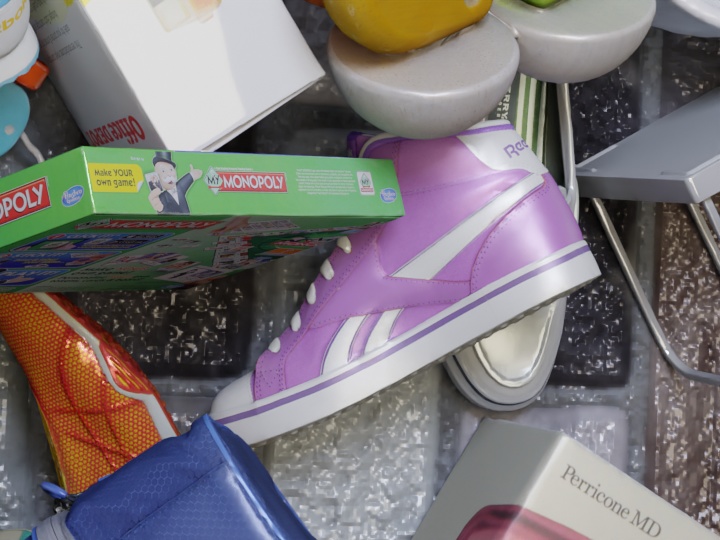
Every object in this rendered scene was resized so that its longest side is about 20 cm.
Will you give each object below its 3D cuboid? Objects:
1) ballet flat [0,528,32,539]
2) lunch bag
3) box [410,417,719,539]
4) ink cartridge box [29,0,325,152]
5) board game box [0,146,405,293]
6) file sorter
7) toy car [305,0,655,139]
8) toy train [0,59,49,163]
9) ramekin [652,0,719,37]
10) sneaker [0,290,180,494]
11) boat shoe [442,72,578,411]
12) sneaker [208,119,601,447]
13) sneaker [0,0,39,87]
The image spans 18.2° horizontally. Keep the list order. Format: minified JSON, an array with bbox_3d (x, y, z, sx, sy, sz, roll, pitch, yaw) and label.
[{"bbox_3d":[-0.168,0.218,1.018,0.069,0.069,0.201,6,89,-17],"label":"ballet flat"},{"bbox_3d":[-0.066,0.162,0.942,0.132,0.136,0.200,-38,79,-2],"label":"lunch bag"},{"bbox_3d":[0.076,0.188,1.068,0.128,0.109,0.200,33,81,-14],"label":"box"},{"bbox_3d":[-0.114,-0.145,0.993,0.083,0.145,0.200,-32,99,-15],"label":"ink cartridge box"},{"bbox_3d":[-0.093,-0.019,0.957,0.200,0.134,0.029,-1,76,-54],"label":"board game box"},{"bbox_3d":[0.232,-0.038,1.102,0.200,0.139,0.125,-28,101,-15],"label":"file sorter"},{"bbox_3d":[0.041,-0.168,0.975,0.200,0.150,0.175,-23,133,-32],"label":"toy car"},{"bbox_3d":[-0.234,-0.047,1.008,0.200,0.056,0.151,-14,120,-26],"label":"toy train"},{"bbox_3d":[0.185,-0.208,1.107,0.200,0.098,0.201,0,89,-17],"label":"ramekin"},{"bbox_3d":[-0.117,0.084,1.032,0.077,0.073,0.200,-34,97,-5],"label":"sneaker"},{"bbox_3d":[0.068,-0.031,1.088,0.073,0.067,0.201,-5,91,-16],"label":"boat shoe"},{"bbox_3d":[0.000,0.000,1.051,0.200,0.073,0.114,-30,87,10],"label":"sneaker"},{"bbox_3d":[-0.207,-0.163,0.961,0.076,0.081,0.200,-35,61,-26],"label":"sneaker"}]
